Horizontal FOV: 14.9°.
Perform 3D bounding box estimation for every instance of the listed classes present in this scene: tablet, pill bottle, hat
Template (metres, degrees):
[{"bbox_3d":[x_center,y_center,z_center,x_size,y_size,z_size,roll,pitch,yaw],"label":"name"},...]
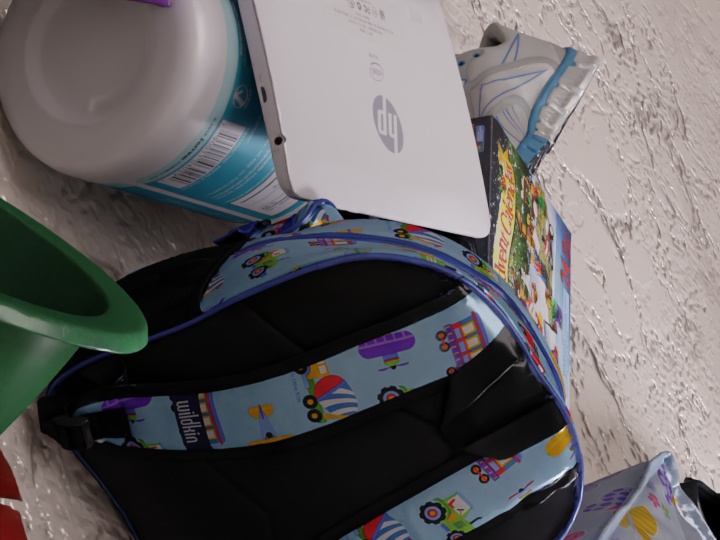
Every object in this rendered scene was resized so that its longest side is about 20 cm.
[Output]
[{"bbox_3d":[0.003,-0.085,1.266,0.200,0.014,0.130,10,65,-61],"label":"tablet"},{"bbox_3d":[-0.068,-0.081,1.266,0.200,0.111,0.111,17,53,-60],"label":"pill bottle"},{"bbox_3d":[-0.184,0.061,1.016,0.200,0.176,0.166,35,12,29],"label":"hat"}]

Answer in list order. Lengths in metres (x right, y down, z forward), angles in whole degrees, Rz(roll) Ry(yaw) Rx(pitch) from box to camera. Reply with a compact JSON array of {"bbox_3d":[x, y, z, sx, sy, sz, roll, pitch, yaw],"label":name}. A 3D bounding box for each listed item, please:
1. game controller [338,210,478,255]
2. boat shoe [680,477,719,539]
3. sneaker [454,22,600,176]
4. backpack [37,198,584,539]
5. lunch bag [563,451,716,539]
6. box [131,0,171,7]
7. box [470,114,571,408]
[{"bbox_3d":[0.004,-0.006,1.352,0.042,0.104,0.200,36,38,-56],"label":"game controller"},{"bbox_3d":[0.219,0.170,1.682,0.200,0.062,0.075,31,40,-54],"label":"boat shoe"},{"bbox_3d":[0.071,-0.083,1.624,0.087,0.075,0.200,30,36,1],"label":"sneaker"},{"bbox_3d":[-0.005,0.057,1.159,0.183,0.200,0.135,57,26,-17],"label":"backpack"},{"bbox_3d":[0.071,0.183,1.235,0.127,0.170,0.200,63,21,-1],"label":"lunch bag"},{"bbox_3d":[-0.133,-0.217,1.175,0.039,0.137,0.200,109,-11,-68],"label":"box"},{"bbox_3d":[0.074,0.038,1.464,0.137,0.038,0.200,51,36,-55],"label":"box"}]
